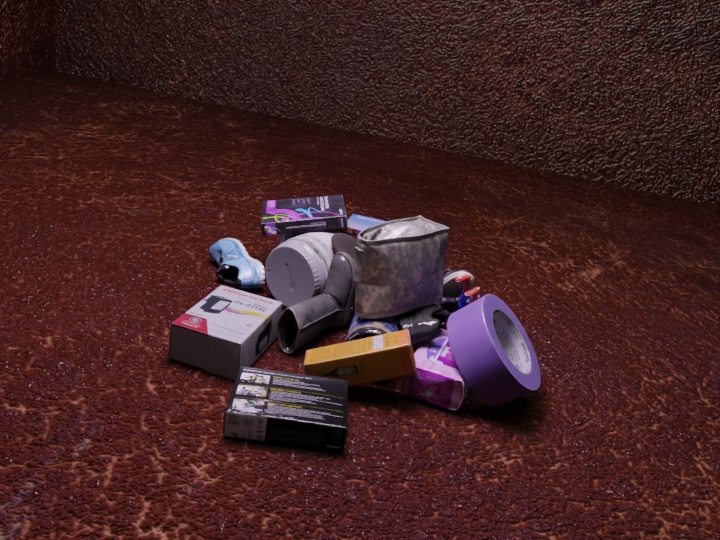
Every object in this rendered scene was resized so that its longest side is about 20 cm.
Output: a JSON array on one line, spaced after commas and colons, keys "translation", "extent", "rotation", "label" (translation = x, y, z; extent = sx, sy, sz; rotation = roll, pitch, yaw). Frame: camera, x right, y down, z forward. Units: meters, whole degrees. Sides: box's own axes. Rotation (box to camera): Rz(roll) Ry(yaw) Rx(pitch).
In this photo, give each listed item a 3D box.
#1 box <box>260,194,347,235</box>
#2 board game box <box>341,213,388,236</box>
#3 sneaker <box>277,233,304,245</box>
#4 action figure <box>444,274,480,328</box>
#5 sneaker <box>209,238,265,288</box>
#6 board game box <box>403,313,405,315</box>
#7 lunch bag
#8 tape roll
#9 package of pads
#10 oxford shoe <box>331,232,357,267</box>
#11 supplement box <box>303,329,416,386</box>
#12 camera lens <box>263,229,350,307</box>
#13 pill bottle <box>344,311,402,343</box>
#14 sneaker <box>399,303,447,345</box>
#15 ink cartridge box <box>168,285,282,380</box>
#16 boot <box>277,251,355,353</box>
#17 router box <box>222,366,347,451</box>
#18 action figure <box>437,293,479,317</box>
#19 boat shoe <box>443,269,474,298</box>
[{"translation": [-0.133, -0.133, 1.640], "extent": [0.198, 0.036, 0.143], "rotation": [-4, 27, -5], "label": "box"}, {"translation": [0.064, -0.091, 1.640], "extent": [0.198, 0.020, 0.103], "rotation": [13, 24, 9], "label": "board game box"}, {"translation": [-0.181, -0.107, 1.717], "extent": [0.104, 0.076, 0.200], "rotation": [6, 29, 19], "label": "sneaker"}, {"translation": [0.197, 0.104, 1.471], "extent": [0.098, 0.201, 0.065], "rotation": [-20, 49, -9], "label": "action figure"}, {"translation": [-0.309, -0.017, 1.651], "extent": [0.089, 0.079, 0.199], "rotation": [-14, 32, -38], "label": "sneaker"}, {"translation": [0.092, 0.013, 1.640], "extent": [0.096, 0.161, 0.199], "rotation": [23, 26, 29], "label": "board game box"}, {"translation": [0.065, -0.006, 1.371], "extent": [0.199, 0.166, 0.117], "rotation": [-13, 26, -35], "label": "lunch bag"}, {"translation": [0.256, 0.153, 1.334], "extent": [0.200, 0.085, 0.201], "rotation": [40, 31, -31], "label": "tape roll"}, {"translation": [0.166, 0.188, 1.369], "extent": [0.119, 0.076, 0.200], "rotation": [14, 23, 17], "label": "package of pads"}, {"translation": [0.000, 0.000, 1.534], "extent": [0.071, 0.071, 0.200], "rotation": [-30, 70, -40], "label": "oxford shoe"}, {"translation": [-0.001, 0.167, 1.277], "extent": [0.198, 0.067, 0.069], "rotation": [-12, 22, 4], "label": "supplement box"}, {"translation": [-0.103, -0.009, 1.607], "extent": [0.159, 0.161, 0.200], "rotation": [22, 25, 26], "label": "camera lens"}, {"translation": [0.032, 0.127, 1.410], "extent": [0.111, 0.113, 0.200], "rotation": [12, 23, 4], "label": "pill bottle"}, {"translation": [0.134, 0.096, 1.429], "extent": [0.090, 0.077, 0.200], "rotation": [-14, 21, 13], "label": "sneaker"}, {"translation": [-0.257, 0.115, 1.354], "extent": [0.144, 0.084, 0.200], "rotation": [14, 24, 12], "label": "ink cartridge box"}, {"translation": [-0.091, 0.062, 1.439], "extent": [0.072, 0.184, 0.199], "rotation": [10, 14, 38], "label": "boot"}, {"translation": [-0.121, 0.231, 1.179], "extent": [0.198, 0.052, 0.149], "rotation": [9, 21, -4], "label": "router box"}, {"translation": [0.171, 0.086, 1.572], "extent": [0.198, 0.131, 0.069], "rotation": [8, -20, -17], "label": "action figure"}, {"translation": [0.224, 0.029, 1.648], "extent": [0.074, 0.063, 0.200], "rotation": [15, -17, 1], "label": "boat shoe"}]
